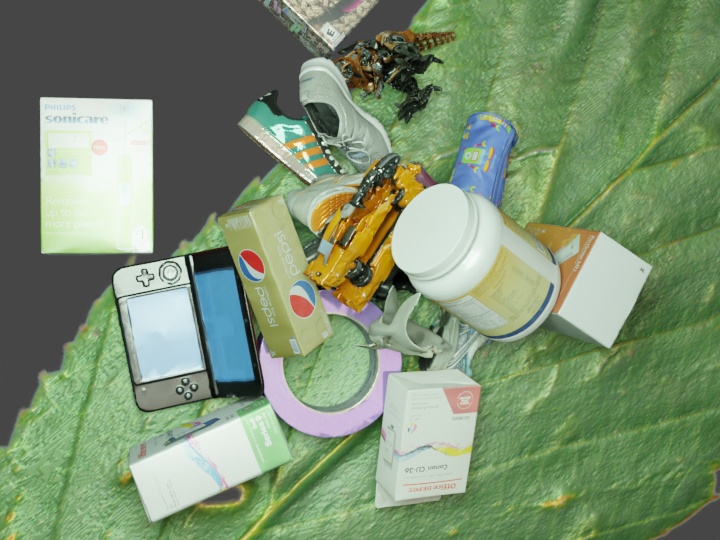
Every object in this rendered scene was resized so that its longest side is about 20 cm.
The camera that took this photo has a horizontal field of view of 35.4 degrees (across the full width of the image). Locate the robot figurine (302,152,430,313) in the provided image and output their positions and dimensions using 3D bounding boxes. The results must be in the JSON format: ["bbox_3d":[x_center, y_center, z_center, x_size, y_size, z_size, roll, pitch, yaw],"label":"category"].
[{"bbox_3d":[0.014,-0.055,1.438,0.201,0.058,0.145,-59,140,-6],"label":"robot figurine"}]

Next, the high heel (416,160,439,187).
[{"bbox_3d":[0.039,-0.059,1.572,0.200,0.067,0.096,-39,93,-9],"label":"high heel"}]

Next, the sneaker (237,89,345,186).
[{"bbox_3d":[-0.069,-0.166,1.550,0.200,0.071,0.080,39,87,-8],"label":"sneaker"}]

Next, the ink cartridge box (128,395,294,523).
[{"bbox_3d":[-0.200,0.243,1.489,0.198,0.145,0.088,-24,94,-9],"label":"ink cartridge box"}]

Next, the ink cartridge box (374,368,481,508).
[{"bbox_3d":[0.090,0.243,1.549,0.115,0.067,0.202,-2,107,-25],"label":"ink cartridge box"}]

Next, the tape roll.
[{"bbox_3d":[-0.046,0.126,1.559,0.198,0.066,0.203,0,91,-10],"label":"tape roll"}]

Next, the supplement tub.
[{"bbox_3d":[0.147,-0.010,1.435,0.199,0.144,0.145,33,84,-38],"label":"supplement tub"}]

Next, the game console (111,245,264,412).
[{"bbox_3d":[-0.231,0.081,1.496,0.171,0.119,0.202,-11,92,-11],"label":"game console"}]

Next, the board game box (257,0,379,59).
[{"bbox_3d":[-0.064,-0.416,1.536,0.200,0.097,0.160,42,83,-8],"label":"board game box"}]

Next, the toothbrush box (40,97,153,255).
[{"bbox_3d":[-0.346,-0.121,1.491,0.144,0.086,0.202,0,89,-11],"label":"toothbrush box"}]

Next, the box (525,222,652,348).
[{"bbox_3d":[0.283,0.016,1.546,0.097,0.200,0.125,31,84,-20],"label":"box"}]

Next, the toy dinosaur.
[{"bbox_3d":[0.044,-0.292,1.557,0.200,0.102,0.136,-39,53,-3],"label":"toy dinosaur"}]

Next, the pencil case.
[{"bbox_3d":[0.164,-0.120,1.565,0.078,0.086,0.202,36,63,-45],"label":"pencil case"}]

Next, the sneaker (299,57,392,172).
[{"bbox_3d":[-0.028,-0.187,1.524,0.200,0.074,0.083,49,42,-33],"label":"sneaker"}]

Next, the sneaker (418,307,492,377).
[{"bbox_3d":[0.153,0.062,1.602,0.086,0.078,0.202,22,93,-22],"label":"sneaker"}]

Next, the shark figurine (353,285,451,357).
[{"bbox_3d":[0.044,0.062,1.463,0.127,0.214,0.091,6,82,14],"label":"shark figurine"}]

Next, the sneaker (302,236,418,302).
[{"bbox_3d":[0.000,0.000,1.518,0.198,0.076,0.091,-7,51,-19],"label":"sneaker"}]

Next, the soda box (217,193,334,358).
[{"bbox_3d":[-0.108,0.008,1.453,0.068,0.064,0.202,-33,110,-45],"label":"soda box"}]

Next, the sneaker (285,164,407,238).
[{"bbox_3d":[-0.015,-0.107,1.497,0.199,0.092,0.076,-19,125,-41],"label":"sneaker"}]
